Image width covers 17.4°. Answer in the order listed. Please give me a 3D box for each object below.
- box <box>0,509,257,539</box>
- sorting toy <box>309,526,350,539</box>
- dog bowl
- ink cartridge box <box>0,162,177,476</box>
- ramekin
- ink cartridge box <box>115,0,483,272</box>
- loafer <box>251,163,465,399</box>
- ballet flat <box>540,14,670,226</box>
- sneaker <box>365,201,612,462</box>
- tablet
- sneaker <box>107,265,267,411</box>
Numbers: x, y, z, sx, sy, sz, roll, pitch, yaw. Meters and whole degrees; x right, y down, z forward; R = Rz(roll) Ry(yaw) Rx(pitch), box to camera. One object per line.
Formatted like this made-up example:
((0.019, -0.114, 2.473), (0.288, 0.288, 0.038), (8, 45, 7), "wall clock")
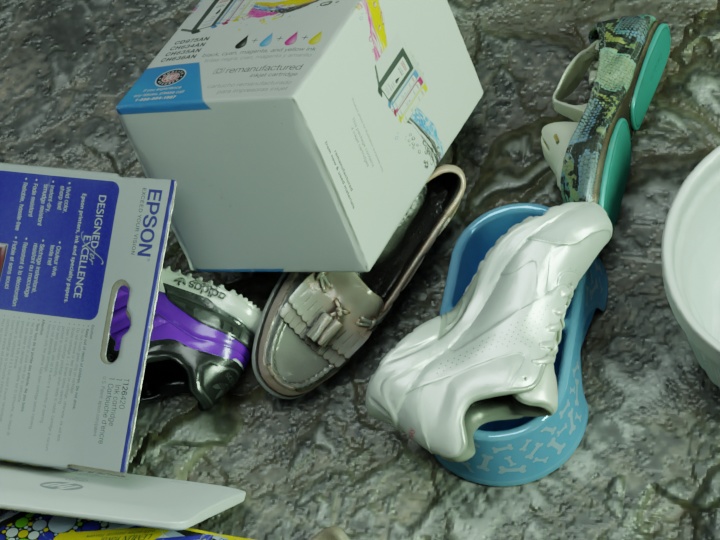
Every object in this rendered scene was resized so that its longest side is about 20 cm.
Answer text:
((-0.146, 0.201, 1.479), (0.199, 0.064, 0.070), (6, 46, 29), "box")
((-0.052, 0.275, 1.459), (0.200, 0.037, 0.185), (-33, 58, -8), "sorting toy")
((0.101, 0.042, 1.560), (0.111, 0.050, 0.200), (5, 60, 15), "dog bowl")
((-0.217, 0.030, 1.563), (0.199, 0.047, 0.198), (7, 82, 22), "ink cartridge box")
((0.295, 0.009, 1.506), (0.199, 0.105, 0.201), (-5, 58, 8), "ramekin")
((-0.037, -0.116, 1.582), (0.147, 0.145, 0.200), (-1, 39, 32), "ink cartridge box")
((0.000, 0.000, 1.586), (0.072, 0.063, 0.200), (43, 68, -11), "loafer")
((0.161, -0.099, 1.619), (0.074, 0.074, 0.200), (9, 48, 17), "ballet flat")
((0.102, 0.045, 1.494), (0.099, 0.078, 0.200), (41, 83, 22), "sneaker")
((-0.186, 0.143, 1.523), (0.199, 0.130, 0.014), (5, 95, 15), "tablet")
((-0.170, 0.043, 1.606), (0.200, 0.070, 0.100), (16, 66, 21), "sneaker")
